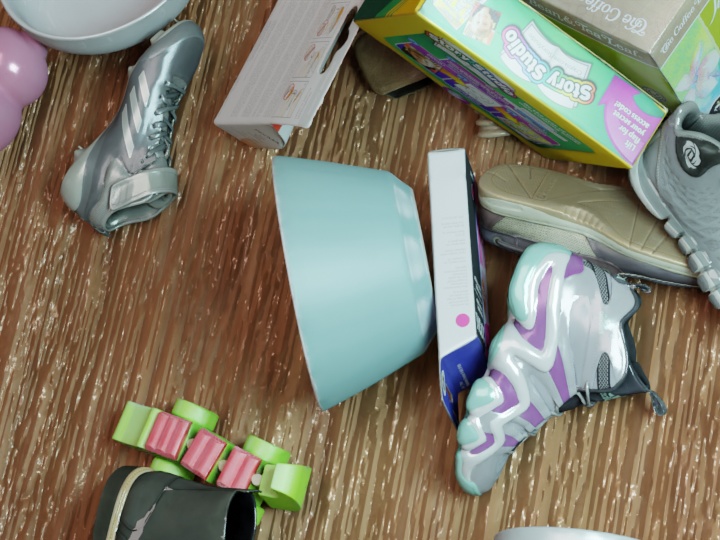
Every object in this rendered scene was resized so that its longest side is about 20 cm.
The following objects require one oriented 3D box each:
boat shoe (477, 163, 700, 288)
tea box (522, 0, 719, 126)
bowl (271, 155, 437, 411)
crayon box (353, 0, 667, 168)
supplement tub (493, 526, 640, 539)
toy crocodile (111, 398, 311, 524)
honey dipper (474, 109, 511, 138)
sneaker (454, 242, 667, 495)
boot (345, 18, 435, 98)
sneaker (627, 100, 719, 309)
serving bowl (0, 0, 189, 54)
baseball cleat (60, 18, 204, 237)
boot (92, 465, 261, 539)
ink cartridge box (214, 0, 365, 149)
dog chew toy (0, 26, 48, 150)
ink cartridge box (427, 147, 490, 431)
[{"bbox_3d":[0.182,-0.024,1.423,0.199,0.065,0.072,18,41,17],"label":"boat shoe"},{"bbox_3d":[0.204,-0.211,1.409,0.200,0.197,0.134,33,87,32],"label":"tea box"},{"bbox_3d":[0.000,0.000,1.448,0.105,0.201,0.202,-12,64,2],"label":"bowl"},{"bbox_3d":[0.108,-0.156,1.396,0.058,0.200,0.172,-58,16,-4],"label":"crayon box"},{"bbox_3d":[0.141,0.287,1.271,0.140,0.140,0.201,-1,70,26],"label":"supplement tub"},{"bbox_3d":[-0.122,0.150,1.508,0.199,0.062,0.068,21,80,32],"label":"toy crocodile"},{"bbox_3d":[0.098,-0.208,1.499,0.038,0.038,0.201,-6,99,25],"label":"honey dipper"},{"bbox_3d":[0.157,0.092,1.384,0.139,0.078,0.201,20,102,12],"label":"sneaker"},{"bbox_3d":[0.086,-0.207,1.552,0.199,0.074,0.076,-25,72,25],"label":"boot"},{"bbox_3d":[0.277,-0.038,1.322,0.075,0.116,0.200,-33,74,-30],"label":"sneaker"},{"bbox_3d":[-0.232,-0.274,1.722,0.199,0.066,0.201,-7,57,11],"label":"serving bowl"},{"bbox_3d":[-0.181,-0.120,1.654,0.106,0.070,0.200,39,99,26],"label":"baseball cleat"},{"bbox_3d":[-0.150,0.256,1.449,0.138,0.077,0.201,0,82,37],"label":"boot"},{"bbox_3d":[-0.034,-0.180,1.551,0.200,0.050,0.163,12,74,62],"label":"ink cartridge box"},{"bbox_3d":[-0.372,-0.147,1.724,0.200,0.125,0.125,-41,57,0],"label":"dog chew toy"},{"bbox_3d":[0.077,0.016,1.437,0.037,0.095,0.201,-4,69,10],"label":"ink cartridge box"}]
